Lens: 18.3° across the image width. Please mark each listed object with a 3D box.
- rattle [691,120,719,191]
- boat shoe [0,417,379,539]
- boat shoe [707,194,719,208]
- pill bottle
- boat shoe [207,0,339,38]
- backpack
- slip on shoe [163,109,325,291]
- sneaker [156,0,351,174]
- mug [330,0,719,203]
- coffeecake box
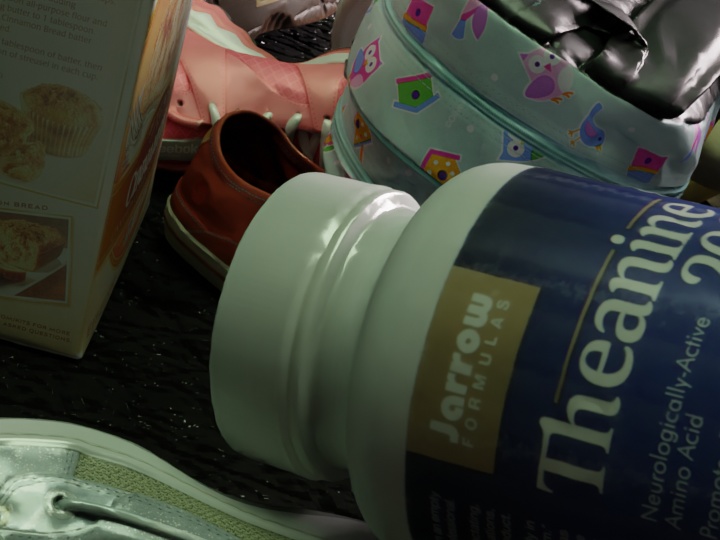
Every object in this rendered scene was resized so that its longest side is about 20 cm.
[{"bbox_3d":[0.147,-0.129,0.938,0.200,0.130,0.143,47,-19,-5],"label":"rattle"},{"bbox_3d":[-0.058,0.093,0.587,0.201,0.075,0.065,17,22,-19],"label":"boat shoe"},{"bbox_3d":[0.242,-0.087,1.056,0.059,0.200,0.072,-1,61,-43],"label":"boat shoe"},{"bbox_3d":[0.065,0.034,0.584,0.199,0.112,0.111,14,21,24],"label":"pill bottle"},{"bbox_3d":[-0.085,-0.145,1.123,0.074,0.075,0.202,12,13,30],"label":"boat shoe"},{"bbox_3d":[0.067,-0.066,0.838,0.166,0.127,0.200,27,20,1],"label":"backpack"},{"bbox_3d":[0.000,0.000,0.846,0.074,0.062,0.200,-7,33,-45],"label":"slip on shoe"},{"bbox_3d":[-0.050,-0.058,0.960,0.199,0.074,0.087,22,37,24],"label":"sneaker"},{"bbox_3d":[0.080,-0.109,1.037,0.186,0.151,0.153,9,22,43],"label":"mug"},{"bbox_3d":[-0.102,-0.095,0.818,0.072,0.201,0.154,14,23,-1],"label":"coffeecake box"}]
